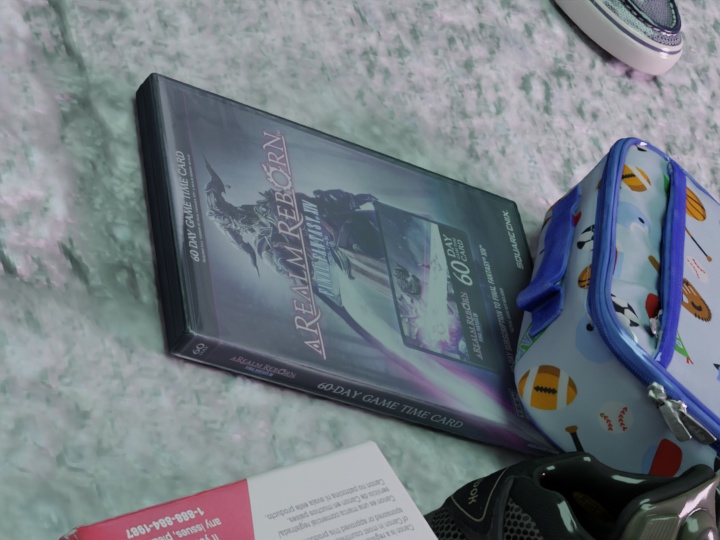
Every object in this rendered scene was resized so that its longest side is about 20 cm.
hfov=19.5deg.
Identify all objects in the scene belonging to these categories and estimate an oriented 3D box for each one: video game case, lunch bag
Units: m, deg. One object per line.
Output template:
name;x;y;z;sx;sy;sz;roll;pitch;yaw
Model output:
video game case;0.000;0.000;0.894;0.200;0.019;0.143;19;42;-32
lunch bag;0.141;0.033;0.935;0.160;0.076;0.200;41;28;-14

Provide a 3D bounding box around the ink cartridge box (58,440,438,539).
ink cartridge box;-0.009;0.168;0.655;0.145;0.084;0.200;-11;61;-49

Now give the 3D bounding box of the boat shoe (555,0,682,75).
boat shoe;0.137;-0.212;1.177;0.075;0.093;0.200;-10;61;-49

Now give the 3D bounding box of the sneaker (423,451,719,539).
sneaker;0.112;0.148;0.772;0.200;0.114;0.076;50;36;2
